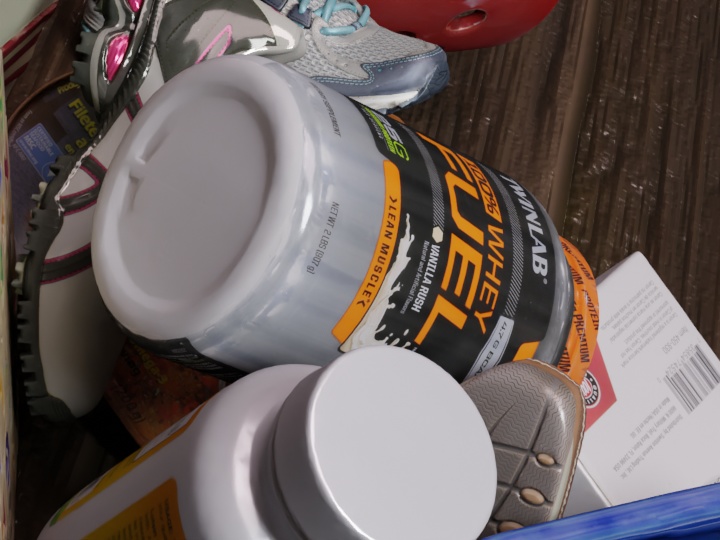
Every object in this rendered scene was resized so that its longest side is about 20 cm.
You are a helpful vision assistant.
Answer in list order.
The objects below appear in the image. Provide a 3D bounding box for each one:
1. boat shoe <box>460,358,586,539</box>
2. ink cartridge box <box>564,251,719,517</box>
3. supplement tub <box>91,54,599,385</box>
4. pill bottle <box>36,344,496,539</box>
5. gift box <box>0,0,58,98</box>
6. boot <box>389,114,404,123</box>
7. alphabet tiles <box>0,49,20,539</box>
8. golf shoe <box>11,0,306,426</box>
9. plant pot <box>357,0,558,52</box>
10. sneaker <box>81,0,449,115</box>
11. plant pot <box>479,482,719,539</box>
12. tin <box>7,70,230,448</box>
[{"bbox_3d":[0.043,0.110,1.151,0.076,0.201,0.072,37,36,15],"label":"boat shoe"},{"bbox_3d":[0.130,0.114,1.286,0.200,0.083,0.147,54,36,0],"label":"ink cartridge box"},{"bbox_3d":[0.000,0.000,1.138,0.200,0.122,0.123,22,35,-44],"label":"supplement tub"},{"bbox_3d":[-0.037,0.102,1.074,0.111,0.200,0.112,16,59,-28],"label":"pill bottle"},{"bbox_3d":[-0.223,-0.107,1.187,0.199,0.185,0.187,31,34,6],"label":"gift box"},{"bbox_3d":[-0.060,-0.036,1.344,0.199,0.074,0.155,3,21,-4],"label":"boot"},{"bbox_3d":[-0.143,0.016,1.117,0.006,0.201,0.167,-1,42,-4],"label":"alphabet tiles"},{"bbox_3d":[-0.088,-0.028,1.178,0.088,0.201,0.077,14,-6,9],"label":"golf shoe"},{"bbox_3d":[-0.003,-0.211,1.481,0.182,0.201,0.201,-8,54,-39],"label":"plant pot"},{"bbox_3d":[-0.049,-0.126,1.368,0.199,0.087,0.078,14,21,24],"label":"sneaker"},{"bbox_3d":[0.120,0.219,1.102,0.199,0.180,0.200,-7,52,-38],"label":"plant pot"},{"bbox_3d":[-0.080,0.003,1.237,0.200,0.112,0.042,54,0,4],"label":"tin"}]
